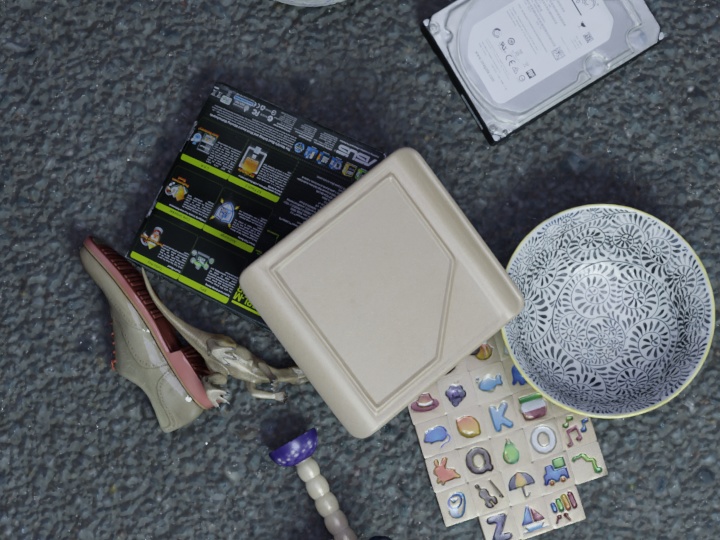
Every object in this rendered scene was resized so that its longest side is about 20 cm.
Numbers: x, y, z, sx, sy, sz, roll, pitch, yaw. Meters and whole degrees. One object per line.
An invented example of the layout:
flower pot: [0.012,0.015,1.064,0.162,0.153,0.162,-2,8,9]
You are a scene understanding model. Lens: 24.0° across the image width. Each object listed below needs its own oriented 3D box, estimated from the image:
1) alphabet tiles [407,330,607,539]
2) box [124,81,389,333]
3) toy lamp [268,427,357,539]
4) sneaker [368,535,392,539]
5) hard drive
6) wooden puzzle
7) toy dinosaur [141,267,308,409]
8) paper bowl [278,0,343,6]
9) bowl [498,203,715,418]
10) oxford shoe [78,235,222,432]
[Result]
alphabet tiles: [0.139,0.155,1.619,0.165,0.006,0.202,-17,85,-3]
box: [-0.093,-0.054,1.580,0.199,0.047,0.195,24,85,22]
toy lamp: [-0.015,0.246,1.579,0.058,0.058,0.201,-29,87,-5]
sneaker: [-0.049,0.293,1.533,0.082,0.070,0.200,46,114,10]
hard drive: [0.177,-0.231,1.645,0.199,0.038,0.141,-30,86,-6]
wooden puzzle: [0.019,0.020,1.516,0.199,0.037,0.186,-38,94,-5]
toy dinosaur: [-0.128,0.079,1.567,0.199,0.101,0.059,28,105,-14]
paper bowl: [-0.047,-0.352,1.614,0.198,0.104,0.203,0,84,-3]
bowl: [0.224,0.047,1.582,0.198,0.094,0.203,0,74,0]
oxford shoe: [-0.214,0.060,1.586,0.075,0.070,0.201,-37,80,10]
